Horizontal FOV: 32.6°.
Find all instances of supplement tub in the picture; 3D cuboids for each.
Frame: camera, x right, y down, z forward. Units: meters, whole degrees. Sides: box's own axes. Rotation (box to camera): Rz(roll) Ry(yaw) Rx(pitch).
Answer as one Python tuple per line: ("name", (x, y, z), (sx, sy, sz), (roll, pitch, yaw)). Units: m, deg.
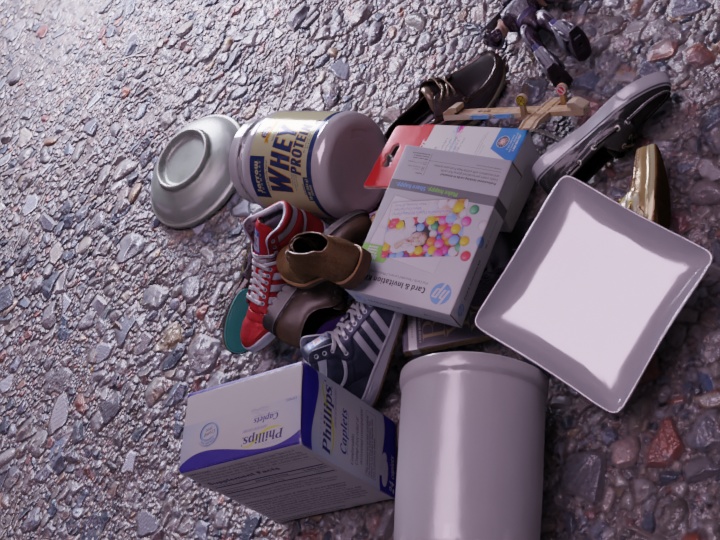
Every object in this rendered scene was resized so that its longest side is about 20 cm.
("supplement tub", (-0.073, -0.148, 1.704), (0.198, 0.145, 0.147), (7, 69, 42))

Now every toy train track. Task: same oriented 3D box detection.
("toy train track", (0.194, -0.212, 1.559), (0.197, 0.033, 0.115), (2, 27, 34))

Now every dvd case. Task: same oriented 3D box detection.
("dvd case", (0.142, 0.017, 1.502), (0.197, 0.016, 0.151), (-13, 58, 18))

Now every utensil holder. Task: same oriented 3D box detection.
("utensil holder", (0.120, 0.212, 1.334), (0.168, 0.169, 0.203), (-12, 60, 32))

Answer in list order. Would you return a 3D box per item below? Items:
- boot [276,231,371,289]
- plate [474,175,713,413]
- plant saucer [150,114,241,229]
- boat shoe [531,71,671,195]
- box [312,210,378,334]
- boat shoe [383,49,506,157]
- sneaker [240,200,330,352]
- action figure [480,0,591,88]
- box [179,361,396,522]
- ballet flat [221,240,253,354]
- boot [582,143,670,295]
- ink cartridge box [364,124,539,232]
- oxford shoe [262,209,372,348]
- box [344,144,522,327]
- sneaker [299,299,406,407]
("boot", (-0.064, -0.023, 1.501), (0.199, 0.075, 0.074), (1, 65, 62))
("plate", (0.253, 0.025, 1.342), (0.198, 0.032, 0.202), (32, 89, 29))
("plant saucer", (-0.268, -0.165, 1.937), (0.198, 0.050, 0.203), (-19, 55, 30))
("boat shoe", (0.298, -0.157, 1.481), (0.199, 0.068, 0.057), (-39, 66, 16))
("box", (0.000, 0.000, 1.637), (0.198, 0.039, 0.139), (-23, 53, 27))
("boat shoe", (0.113, -0.220, 1.650), (0.200, 0.073, 0.075), (-47, 46, 7))
("sneaker", (-0.126, 0.003, 1.630), (0.071, 0.112, 0.202), (26, 85, 47))
("action figure", (0.230, -0.326, 1.625), (0.130, 0.069, 0.201), (-47, 43, 13))
("box", (-0.083, 0.210, 1.469), (0.182, 0.200, 0.106), (-18, 54, 29))
("ballet flat", (-0.141, 0.019, 1.720), (0.072, 0.071, 0.203), (27, 99, 44))
("boot", (0.275, -0.047, 1.418), (0.153, 0.073, 0.203), (-2, 70, 30))
("ink cartridge box", (0.116, -0.120, 1.565), (0.198, 0.068, 0.117), (7, 55, 35))
("oxford shoe", (-0.036, 0.015, 1.592), (0.084, 0.073, 0.201), (33, 91, 28))
("box", (0.086, -0.045, 1.457), (0.154, 0.041, 0.202), (13, 72, 35))
("sneaker", (-0.010, 0.068, 1.514), (0.070, 0.107, 0.203), (-132, 56, -71))
